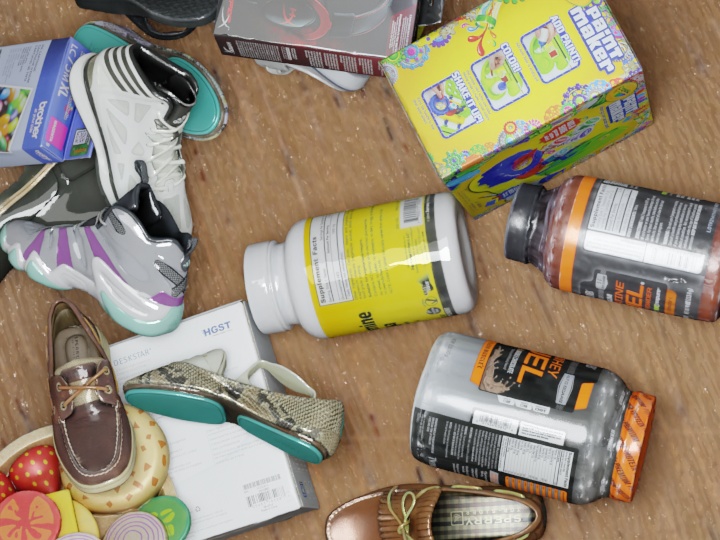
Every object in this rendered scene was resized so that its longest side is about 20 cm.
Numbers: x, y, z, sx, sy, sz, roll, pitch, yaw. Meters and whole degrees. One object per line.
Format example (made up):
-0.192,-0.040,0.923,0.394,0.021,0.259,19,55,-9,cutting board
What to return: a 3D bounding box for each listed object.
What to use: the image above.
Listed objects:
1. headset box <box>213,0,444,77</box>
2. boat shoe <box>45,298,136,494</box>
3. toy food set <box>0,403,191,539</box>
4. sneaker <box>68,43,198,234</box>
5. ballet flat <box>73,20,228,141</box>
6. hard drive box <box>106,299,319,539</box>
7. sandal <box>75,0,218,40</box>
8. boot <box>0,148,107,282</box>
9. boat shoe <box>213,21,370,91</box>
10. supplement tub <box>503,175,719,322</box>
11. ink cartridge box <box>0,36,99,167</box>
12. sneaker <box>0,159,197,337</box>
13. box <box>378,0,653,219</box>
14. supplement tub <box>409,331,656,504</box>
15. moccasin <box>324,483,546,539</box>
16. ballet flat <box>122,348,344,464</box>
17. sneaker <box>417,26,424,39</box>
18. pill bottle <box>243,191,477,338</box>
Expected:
-0.022,-0.261,1.570,0.199,0.075,0.149,9,84,3,headset box
-0.246,0.105,1.528,0.072,0.072,0.200,-16,46,-1,boat shoe
-0.252,0.222,1.529,0.199,0.049,0.199,-14,63,-9,toy food set
-0.188,-0.113,1.591,0.115,0.076,0.201,-10,109,46,sneaker
-0.190,-0.182,1.671,0.200,0.072,0.072,33,89,26,ballet flat
-0.143,0.148,1.612,0.155,0.077,0.201,-18,79,9,hard drive box
-0.196,-0.256,1.675,0.200,0.048,0.075,19,51,42,sandal
-0.287,-0.029,1.674,0.138,0.077,0.200,37,91,10,boot
-0.075,-0.222,1.664,0.200,0.073,0.065,41,121,21,boat shoe
0.231,-0.024,1.543,0.199,0.107,0.107,13,84,14,supplement tub
-0.331,-0.160,1.672,0.199,0.042,0.120,-1,67,31,ink cartridge box
-0.232,-0.041,1.585,0.199,0.078,0.140,25,109,17,sneaker
0.143,-0.157,1.532,0.192,0.200,0.122,-29,77,7,box
0.152,0.133,1.527,0.199,0.123,0.123,13,85,13,supplement tub
0.065,0.228,1.554,0.200,0.078,0.074,0,82,12,moccasin
-0.108,0.111,1.545,0.199,0.068,0.076,16,63,8,ballet flat
0.008,-0.296,1.659,0.083,0.074,0.201,-20,82,37,sneaker
0.000,0.000,1.585,0.199,0.112,0.113,-10,80,11,pill bottle
